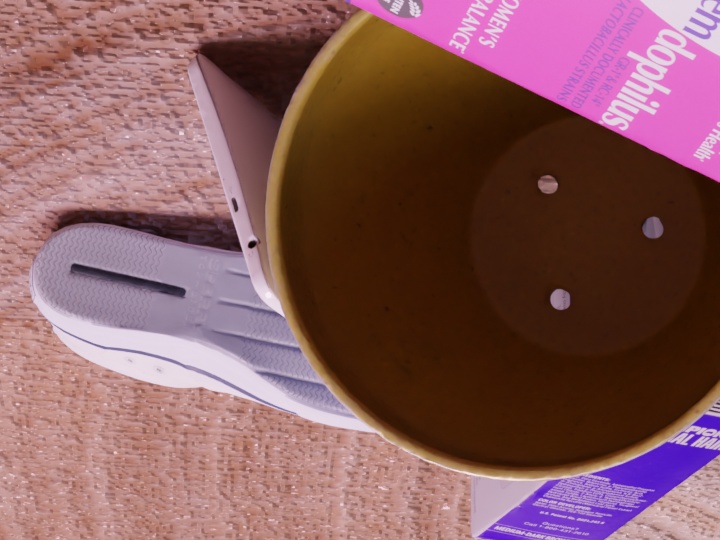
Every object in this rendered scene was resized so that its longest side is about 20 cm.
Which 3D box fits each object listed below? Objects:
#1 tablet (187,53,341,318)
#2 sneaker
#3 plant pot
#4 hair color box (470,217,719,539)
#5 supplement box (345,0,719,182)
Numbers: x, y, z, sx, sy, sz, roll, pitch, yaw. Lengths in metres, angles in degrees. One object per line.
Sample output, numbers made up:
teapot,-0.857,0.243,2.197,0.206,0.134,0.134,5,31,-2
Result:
tablet,0.000,0.000,1.181,0.014,0.130,0.200,-32,141,18
sneaker,-0.051,0.026,1.286,0.200,0.073,0.071,19,165,4
plant pot,0.078,-0.019,1.109,0.200,0.200,0.142,-6,175,14
hair color box,0.119,0.042,1.271,0.065,0.109,0.200,12,151,-19
supplement box,0.106,-0.110,0.933,0.200,0.103,0.101,24,148,-3
